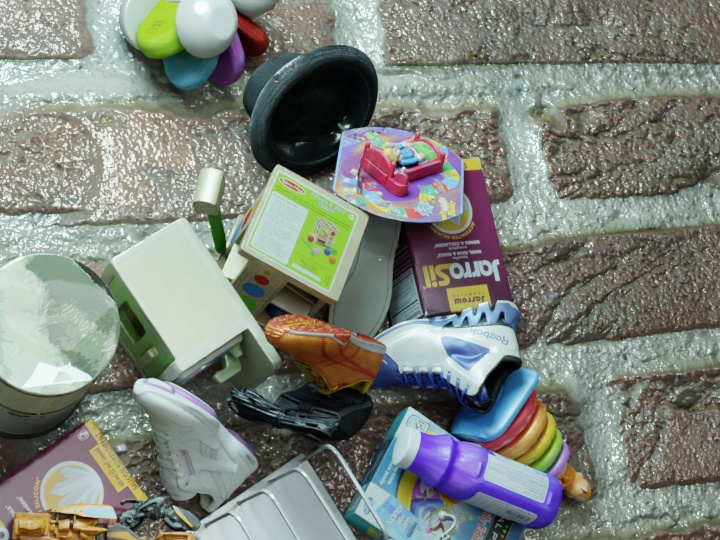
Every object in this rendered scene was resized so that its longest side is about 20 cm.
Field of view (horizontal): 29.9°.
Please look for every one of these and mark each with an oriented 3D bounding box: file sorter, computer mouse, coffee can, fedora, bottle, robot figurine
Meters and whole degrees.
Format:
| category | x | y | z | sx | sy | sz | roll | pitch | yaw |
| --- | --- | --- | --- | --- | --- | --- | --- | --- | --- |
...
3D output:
| category | x | y | z | sx | sy | sz | roll | pitch | yaw |
| --- | --- | --- | --- | --- | --- | --- | --- | --- | --- |
| file sorter | -0.088 | 0.301 | 1.485 | 0.199 | 0.124 | 0.140 | -31 | 85 | -29 |
| computer mouse | -0.055 | 0.168 | 1.544 | 0.137 | 0.200 | 0.053 | 18 | 99 | 24 |
| coffee can | -0.342 | 0.084 | 1.412 | 0.145 | 0.200 | 0.148 | 7 | 69 | -20 |
| fedora | -0.075 | -0.213 | 1.677 | 0.200 | 0.202 | 0.091 | -29 | 51 | -29 |
| bottle | 0.134 | 0.239 | 1.570 | 0.198 | 0.083 | 0.066 | 23 | 72 | -13 |
| robot figurine | -0.249 | 0.297 | 1.348 | 0.198 | 0.058 | 0.147 | 4 | 78 | -11 |

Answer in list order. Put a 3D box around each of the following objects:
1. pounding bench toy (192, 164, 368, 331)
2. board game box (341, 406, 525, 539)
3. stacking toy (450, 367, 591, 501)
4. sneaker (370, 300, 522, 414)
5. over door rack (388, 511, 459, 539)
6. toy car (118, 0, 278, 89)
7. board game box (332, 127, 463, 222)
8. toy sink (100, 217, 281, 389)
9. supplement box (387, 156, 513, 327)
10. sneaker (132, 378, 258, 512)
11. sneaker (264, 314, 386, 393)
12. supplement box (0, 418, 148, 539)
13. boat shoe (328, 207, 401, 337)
| category | x | y | z | sx | sy | sz | roll | pitch | yaw |
| --- | --- | --- | --- | --- | --- | --- | --- | --- | --- |
| pounding bench toy | -0.123 | -0.029 | 1.566 | 0.199 | 0.156 | 0.125 | 29 | 56 | -13 |
| board game box | 0.099 | 0.283 | 1.614 | 0.199 | 0.047 | 0.152 | 34 | 62 | -8 |
| stacking toy | 0.216 | 0.221 | 1.668 | 0.200 | 0.116 | 0.110 | 45 | 69 | -19 |
| sneaker | 0.105 | 0.116 | 1.598 | 0.197 | 0.081 | 0.116 | -17 | 57 | 6 |
| over door rack | 0.056 | 0.382 | 1.516 | 0.199 | 0.067 | 0.148 | -39 | 115 | -12 |
| toy car | -0.183 | -0.303 | 1.661 | 0.200 | 0.174 | 0.151 | -47 | 129 | -29 |
| board game box | 0.052 | -0.132 | 1.618 | 0.156 | 0.039 | 0.201 | 12 | 37 | -3 |
| toy sink | -0.202 | 0.068 | 1.518 | 0.112 | 0.130 | 0.201 | -33 | 87 | -29 |
| supplement box | 0.095 | -0.029 | 1.693 | 0.130 | 0.103 | 0.202 | -6 | 74 | -25 |
| sneaker | -0.189 | 0.194 | 1.470 | 0.100 | 0.075 | 0.200 | -51 | 131 | -14 |
| sneaker | -0.037 | 0.098 | 1.498 | 0.199 | 0.073 | 0.078 | 24 | 87 | -52 |
| supplement box | -0.338 | 0.261 | 1.415 | 0.199 | 0.086 | 0.111 | -36 | 88 | -29 |
| boat shoe | 0.000 | 0.000 | 1.649 | 0.074 | 0.062 | 0.202 | 8 | 95 | -13 |
